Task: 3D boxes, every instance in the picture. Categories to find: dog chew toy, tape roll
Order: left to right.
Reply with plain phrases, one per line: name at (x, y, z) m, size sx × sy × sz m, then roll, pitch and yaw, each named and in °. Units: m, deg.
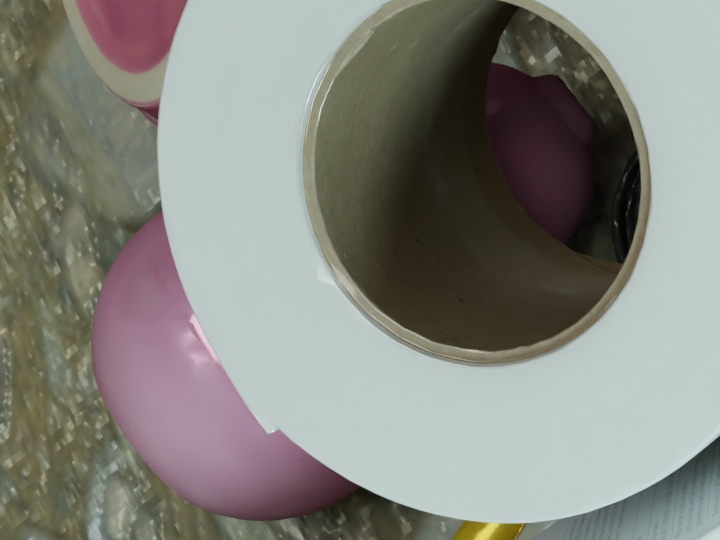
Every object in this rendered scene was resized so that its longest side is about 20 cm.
dog chew toy at (0.000, 0.000, 0.944) m, size 0.200 × 0.125 × 0.125 m, roll -38°, pitch 62°, yaw 7°
tape roll at (0.058, -0.039, 0.784) m, size 0.202 × 0.139 × 0.204 m, roll 6°, pitch 104°, yaw 25°

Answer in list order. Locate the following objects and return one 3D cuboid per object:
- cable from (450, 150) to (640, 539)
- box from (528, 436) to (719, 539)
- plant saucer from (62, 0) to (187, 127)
cable at (0.099, 0.049, 0.909) m, size 0.097 × 0.050 × 0.201 m, roll 20°, pitch 90°, yaw 30°
box at (0.091, 0.148, 0.832) m, size 0.200 × 0.098 × 0.125 m, roll -34°, pitch 99°, yaw 18°
plant saucer at (-0.070, -0.141, 0.994) m, size 0.200 × 0.051 × 0.201 m, roll 23°, pitch 117°, yaw 57°
